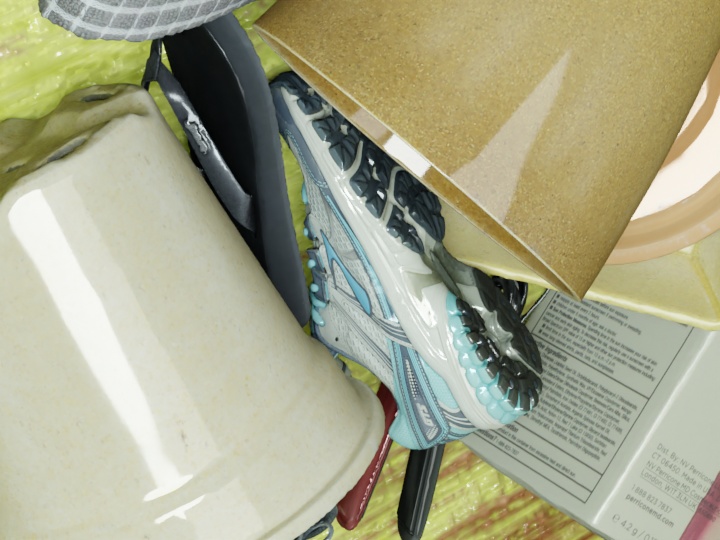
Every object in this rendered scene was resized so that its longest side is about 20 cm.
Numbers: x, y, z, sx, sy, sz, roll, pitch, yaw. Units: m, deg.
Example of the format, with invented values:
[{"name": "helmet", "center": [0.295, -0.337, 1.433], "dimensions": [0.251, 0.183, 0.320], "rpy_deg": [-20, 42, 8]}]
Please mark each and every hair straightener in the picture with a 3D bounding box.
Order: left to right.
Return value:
[{"name": "hair straightener", "center": [0.053, 0.048, 1.265], "dimensions": [0.077, 0.041, 0.201], "rpy_deg": [18, 91, -16]}]

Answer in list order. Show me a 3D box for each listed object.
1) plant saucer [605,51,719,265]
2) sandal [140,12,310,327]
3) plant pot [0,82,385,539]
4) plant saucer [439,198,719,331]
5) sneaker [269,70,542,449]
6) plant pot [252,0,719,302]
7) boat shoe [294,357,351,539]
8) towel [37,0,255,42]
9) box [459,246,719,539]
[{"name": "plant saucer", "center": [0.114, -0.101, 1.160], "dimensions": [0.199, 0.032, 0.202], "rpy_deg": [1, 100, 8]}, {"name": "sandal", "center": [-0.067, -0.050, 1.133], "dimensions": [0.043, 0.076, 0.201], "rpy_deg": [-26, 120, -22]}, {"name": "plant pot", "center": [-0.114, 0.026, 1.076], "dimensions": [0.200, 0.200, 0.184], "rpy_deg": [-31, 110, -19]}, {"name": "plant saucer", "center": [0.112, -0.092, 1.202], "dimensions": [0.199, 0.048, 0.201], "rpy_deg": [15, 102, 6]}, {"name": "sneaker", "center": [0.000, 0.000, 1.174], "dimensions": [0.086, 0.078, 0.201], "rpy_deg": [-31, 92, 25]}, {"name": "plant pot", "center": [0.086, -0.121, 1.059], "dimensions": [0.200, 0.186, 0.186], "rpy_deg": [-50, 126, 1]}, {"name": "boat shoe", "center": [-0.044, 0.107, 1.153], "dimensions": [0.063, 0.074, 0.200], "rpy_deg": [67, 25, -17]}, {"name": "towel", "center": [-0.037, -0.183, 1.032], "dimensions": [0.200, 0.086, 0.166], "rpy_deg": [-20, 155, -46]}, {"name": "box", "center": [0.167, 0.047, 1.285], "dimensions": [0.109, 0.128, 0.201], "rpy_deg": [34, 88, -37]}]
